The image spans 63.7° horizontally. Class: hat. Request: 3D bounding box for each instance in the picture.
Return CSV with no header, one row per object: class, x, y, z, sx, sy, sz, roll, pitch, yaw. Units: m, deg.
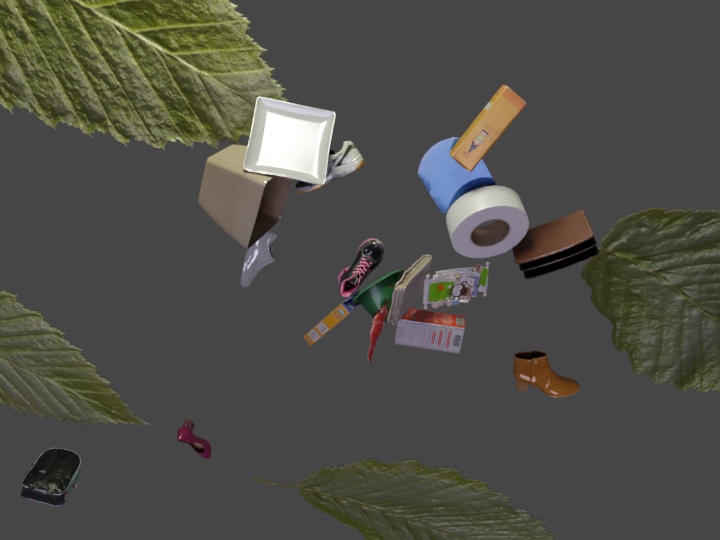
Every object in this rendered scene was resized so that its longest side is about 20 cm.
hat,0.083,0.125,1.600,0.199,0.166,0.177,-34,74,11

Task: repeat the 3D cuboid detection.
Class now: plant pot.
plant pot,-0.297,-0.211,1.481,0.176,0.200,0.201,27,123,5

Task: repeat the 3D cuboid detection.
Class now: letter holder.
letter holder,0.502,-0.049,1.489,0.198,0.143,0.101,-21,117,20

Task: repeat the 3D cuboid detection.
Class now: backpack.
backpack,-1.183,0.796,2.237,0.176,0.201,0.151,17,128,-7

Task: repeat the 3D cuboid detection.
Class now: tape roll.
tape roll,0.321,-0.119,1.469,0.200,0.071,0.203,-6,142,-5

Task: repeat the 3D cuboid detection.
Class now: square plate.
square plate,-0.170,-0.311,1.404,0.196,0.202,0.028,10,162,-7

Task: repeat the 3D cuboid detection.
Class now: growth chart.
growth chart,0.269,0.046,1.636,0.198,0.018,0.146,-11,128,1

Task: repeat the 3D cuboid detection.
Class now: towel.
towel,0.134,0.050,1.580,0.034,0.200,0.134,25,126,20

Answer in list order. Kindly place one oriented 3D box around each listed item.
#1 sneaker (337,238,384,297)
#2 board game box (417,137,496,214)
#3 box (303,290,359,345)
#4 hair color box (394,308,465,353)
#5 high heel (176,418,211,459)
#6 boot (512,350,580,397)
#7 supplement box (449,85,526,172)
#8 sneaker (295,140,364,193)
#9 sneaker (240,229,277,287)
sneaker,0.000,0.000,1.621,0.079,0.096,0.201,31,120,-9
board game box,0.243,-0.240,1.468,0.157,0.039,0.201,-27,107,24
box,-0.071,0.134,1.699,0.200,0.119,0.042,-39,90,28
hair color box,0.205,0.179,1.725,0.198,0.061,0.102,9,123,4
high heel,-0.612,0.644,2.117,0.067,0.096,0.201,-15,119,17
boot,0.563,0.308,1.748,0.199,0.071,0.145,0,125,14
supplement box,0.295,-0.332,1.359,0.066,0.069,0.200,36,106,-10
sneaker,-0.089,-0.266,1.488,0.199,0.076,0.088,-24,101,18
sneaker,-0.290,-0.030,1.663,0.088,0.076,0.201,12,123,-14
